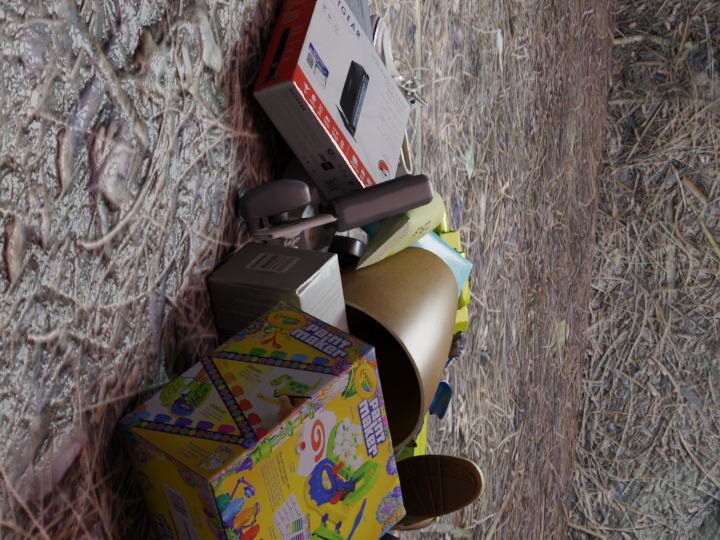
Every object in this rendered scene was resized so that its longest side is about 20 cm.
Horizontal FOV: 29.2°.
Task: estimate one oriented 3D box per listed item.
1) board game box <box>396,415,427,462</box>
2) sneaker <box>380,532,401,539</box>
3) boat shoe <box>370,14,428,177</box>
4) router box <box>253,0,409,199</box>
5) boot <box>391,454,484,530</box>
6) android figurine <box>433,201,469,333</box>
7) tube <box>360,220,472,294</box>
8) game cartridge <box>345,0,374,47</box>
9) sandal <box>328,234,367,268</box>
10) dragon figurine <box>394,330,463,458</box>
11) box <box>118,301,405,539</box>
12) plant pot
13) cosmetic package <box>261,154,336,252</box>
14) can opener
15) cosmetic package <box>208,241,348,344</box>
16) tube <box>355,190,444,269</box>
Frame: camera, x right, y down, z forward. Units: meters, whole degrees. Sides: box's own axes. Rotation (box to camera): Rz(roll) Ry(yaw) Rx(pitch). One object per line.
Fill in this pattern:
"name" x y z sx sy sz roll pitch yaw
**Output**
"board game box" 0.032 0.131 1.681 0.048 0.100 0.203 39 55 -68
"sneaker" 0.004 0.354 1.617 0.203 0.076 0.147 90 22 -53
"boat shoe" 0.045 -0.213 1.710 0.075 0.085 0.205 -36 126 -68
"router box" -0.025 -0.179 1.452 0.201 0.048 0.181 54 35 -37
"boot" 0.074 0.269 1.644 0.155 0.198 0.074 23 51 -62
"android figurine" 0.086 0.013 1.762 0.041 0.182 0.203 -8 98 -27
"tube" 0.062 -0.029 1.611 0.200 0.050 0.078 41 65 -34
"game cartridge" -0.025 -0.291 1.569 0.134 0.040 0.202 -67 153 -56
"sandal" -0.001 0.000 1.625 0.200 0.075 0.043 24 71 -60
"dragon figurine" 0.068 0.149 1.594 0.099 0.058 0.202 -41 151 -48
"box" -0.077 0.173 1.191 0.192 0.121 0.202 -36 132 -32
"plant pot" 0.022 0.060 1.457 0.200 0.184 0.188 -48 138 -50
"cosmetic package" -0.048 -0.082 1.490 0.201 0.050 0.083 -67 152 -49
"can opener" -0.021 -0.067 1.373 0.053 0.198 0.067 13 -65 64
"cosmetic package" -0.070 0.081 1.338 0.090 0.106 0.202 -45 133 -51
"tube" 0.046 -0.046 1.471 0.200 0.051 0.059 -40 137 -71
